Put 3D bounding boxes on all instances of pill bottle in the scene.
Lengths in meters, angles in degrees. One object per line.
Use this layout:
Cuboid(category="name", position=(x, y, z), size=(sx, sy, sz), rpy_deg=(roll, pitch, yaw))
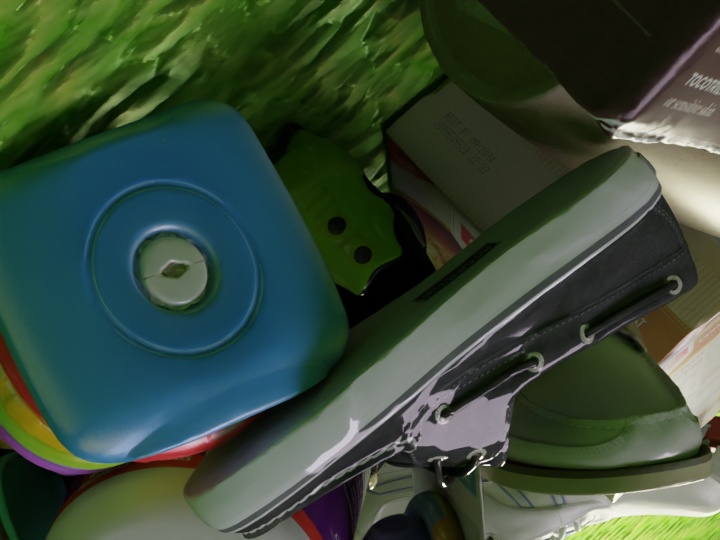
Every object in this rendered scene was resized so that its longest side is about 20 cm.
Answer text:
Cuboid(category="pill bottle", position=(-0.055, 0.088, 1.075), size=(0.112, 0.112, 0.200), rpy_deg=(-49, -169, 24))

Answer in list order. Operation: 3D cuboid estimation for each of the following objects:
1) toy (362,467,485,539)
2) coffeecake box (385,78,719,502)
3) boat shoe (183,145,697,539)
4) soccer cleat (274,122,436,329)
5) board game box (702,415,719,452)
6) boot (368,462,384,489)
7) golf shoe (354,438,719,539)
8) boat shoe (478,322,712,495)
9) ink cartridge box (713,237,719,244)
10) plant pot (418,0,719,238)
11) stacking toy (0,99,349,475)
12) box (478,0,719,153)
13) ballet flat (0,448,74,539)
Cuboid(category="toy", position=(0.019, 0.151, 1.059), size=(0.047, 0.200, 0.115), rpy_deg=(-9, -167, -12))
Cuboid(category="coffeecake box", position=(0.090, 0.004, 1.211), size=(0.073, 0.154, 0.200), rpy_deg=(-40, 164, -10))
Cuboid(category="boat shoe", position=(0.034, 0.038, 0.941), size=(0.200, 0.066, 0.070), rpy_deg=(-38, -169, -16))
Cuboid(category="soccer cleat", position=(0.000, 0.000, 1.117), size=(0.068, 0.081, 0.200), rpy_deg=(-42, 165, 1))
Cuboid(category="board game box", position=(0.093, 0.081, 1.404), size=(0.103, 0.200, 0.019), rpy_deg=(66, 33, -74))
Cuboid(category="boot", position=(-0.023, 0.111, 1.220), size=(0.204, 0.073, 0.154), rpy_deg=(-7, -144, 50))
Cuboid(category="golf shoe", position=(0.084, 0.114, 1.322), size=(0.078, 0.200, 0.097), rpy_deg=(72, 26, -64))
Cuboid(category="boat shoe", position=(0.070, 0.036, 1.027), size=(0.075, 0.068, 0.200), rpy_deg=(-6, -169, -19))
Cuboid(category="ink cartridge box", position=(0.208, -0.081, 1.269), size=(0.146, 0.083, 0.200), rpy_deg=(48, 65, -75))
Cuboid(category="plant pot", position=(0.120, -0.100, 1.018), size=(0.200, 0.187, 0.187), rpy_deg=(3, 135, -46))
Cuboid(category="stacking toy", position=(-0.099, 0.032, 0.971), size=(0.116, 0.110, 0.200), rpy_deg=(-23, 172, -30))
Cuboid(category="box", position=(0.109, -0.160, 0.795), size=(0.200, 0.166, 0.164), rpy_deg=(-47, 163, 16))
Cuboid(category="ballet flat", position=(-0.138, 0.108, 1.115), size=(0.071, 0.069, 0.200), rpy_deg=(-13, 174, 14))
